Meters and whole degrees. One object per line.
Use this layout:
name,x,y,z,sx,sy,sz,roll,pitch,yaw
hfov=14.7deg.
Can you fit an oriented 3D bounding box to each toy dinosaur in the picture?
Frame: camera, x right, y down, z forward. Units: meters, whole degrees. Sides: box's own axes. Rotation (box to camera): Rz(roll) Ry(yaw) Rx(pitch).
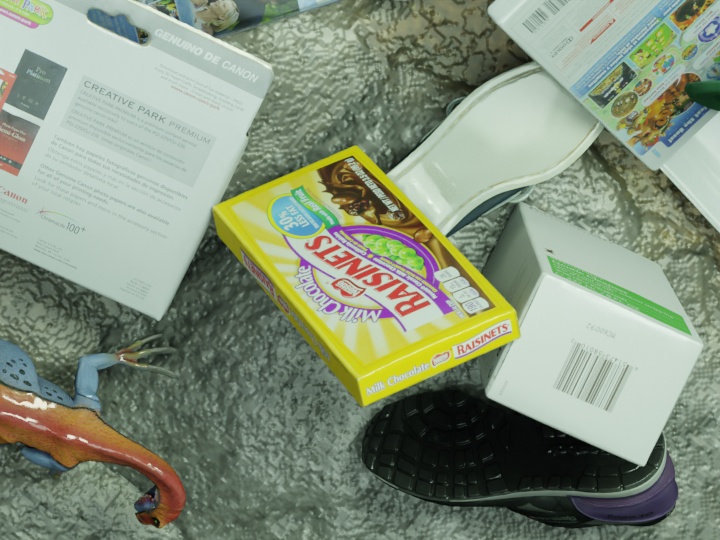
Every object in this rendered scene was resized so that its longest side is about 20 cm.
toy dinosaur,-0.198,0.103,1.712,0.181,0.200,0.105,32,119,26

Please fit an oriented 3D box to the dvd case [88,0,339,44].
dvd case,-0.107,-0.210,1.707,0.199,0.018,0.143,-17,100,5

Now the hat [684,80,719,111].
hat,0.290,-0.174,1.632,0.165,0.200,0.177,7,88,35

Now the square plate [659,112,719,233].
square plate,0.242,-0.145,1.710,0.200,0.028,0.198,-44,97,9

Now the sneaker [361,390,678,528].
sneaker,0.099,0.132,1.745,0.199,0.088,0.076,5,59,21

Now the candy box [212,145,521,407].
candy box,0.000,0.000,1.606,0.102,0.200,0.027,-25,129,-15

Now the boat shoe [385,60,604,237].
boat shoe,0.073,-0.067,1.710,0.200,0.062,0.075,-41,95,11

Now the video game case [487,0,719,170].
video game case,0.175,-0.151,1.621,0.143,0.018,0.200,-44,140,8

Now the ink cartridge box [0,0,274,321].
ink cartridge box,-0.171,-0.096,1.682,0.199,0.084,0.176,25,107,-10

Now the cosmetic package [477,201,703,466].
cosmetic package,0.129,0.034,1.660,0.107,0.200,0.085,23,103,-8
